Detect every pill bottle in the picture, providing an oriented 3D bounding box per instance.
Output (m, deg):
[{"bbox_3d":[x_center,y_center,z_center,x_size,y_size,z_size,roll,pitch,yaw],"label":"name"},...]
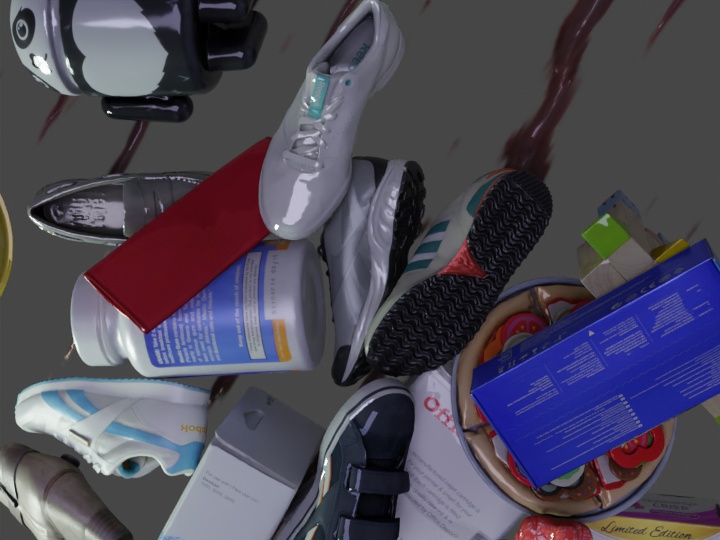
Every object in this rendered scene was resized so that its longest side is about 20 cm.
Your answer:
[{"bbox_3d":[-0.135,0.034,0.999,0.199,0.112,0.113,-3,102,9],"label":"pill bottle"}]

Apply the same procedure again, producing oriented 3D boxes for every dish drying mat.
[{"bbox_3d":[-0.122,-0.033,0.958,0.077,0.018,0.200,40,65,19],"label":"dish drying mat"}]

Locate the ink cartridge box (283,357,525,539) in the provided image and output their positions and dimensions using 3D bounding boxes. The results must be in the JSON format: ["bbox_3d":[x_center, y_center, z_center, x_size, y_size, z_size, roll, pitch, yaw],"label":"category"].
[{"bbox_3d":[0.054,0.182,1.018,0.146,0.085,0.200,42,107,-2],"label":"ink cartridge box"}]

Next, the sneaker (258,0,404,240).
[{"bbox_3d":[-0.030,-0.124,0.929,0.075,0.088,0.201,23,85,9],"label":"sneaker"}]

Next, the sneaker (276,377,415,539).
[{"bbox_3d":[0.001,0.185,0.934,0.078,0.079,0.201,8,116,-37],"label":"sneaker"}]

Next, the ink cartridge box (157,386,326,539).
[{"bbox_3d":[-0.119,0.218,1.020,0.084,0.145,0.201,28,106,1],"label":"ink cartridge box"}]

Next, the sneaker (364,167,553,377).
[{"bbox_3d":[0.075,-0.001,0.966,0.070,0.093,0.200,36,97,-12],"label":"sneaker"}]

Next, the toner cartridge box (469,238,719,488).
[{"bbox_3d":[0.188,0.070,0.861,0.199,0.043,0.095,-31,104,18],"label":"toner cartridge box"}]

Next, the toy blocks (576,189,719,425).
[{"bbox_3d":[0.240,0.020,0.933,0.200,0.137,0.100,44,110,-8],"label":"toy blocks"}]

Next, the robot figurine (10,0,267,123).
[{"bbox_3d":[-0.178,-0.199,0.944,0.199,0.125,0.151,1,90,8],"label":"robot figurine"}]

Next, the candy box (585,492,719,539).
[{"bbox_3d":[0.235,0.295,1.027,0.135,0.061,0.201,4,103,5],"label":"candy box"}]

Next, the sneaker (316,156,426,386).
[{"bbox_3d":[0.000,0.000,0.999,0.079,0.074,0.201,15,103,22],"label":"sneaker"}]

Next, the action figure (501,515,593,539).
[{"bbox_3d":[0.142,0.254,0.951,0.065,0.200,0.100,8,65,-2],"label":"action figure"}]

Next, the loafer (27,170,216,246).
[{"bbox_3d":[-0.183,-0.049,1.007,0.199,0.070,0.070,-2,99,8],"label":"loafer"}]

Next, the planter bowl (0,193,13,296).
[{"bbox_3d":[-0.416,-0.023,1.042,0.199,0.083,0.202,2,102,8],"label":"planter bowl"}]

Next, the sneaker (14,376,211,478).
[{"bbox_3d":[-0.223,0.137,1.027,0.199,0.076,0.081,-3,76,29],"label":"sneaker"}]

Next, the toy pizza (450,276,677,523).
[{"bbox_3d":[0.170,0.101,0.956,0.199,0.032,0.202,3,76,-14],"label":"toy pizza"}]

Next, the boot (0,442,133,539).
[{"bbox_3d":[-0.268,0.244,1.087,0.146,0.070,0.201,30,134,22],"label":"boot"}]
